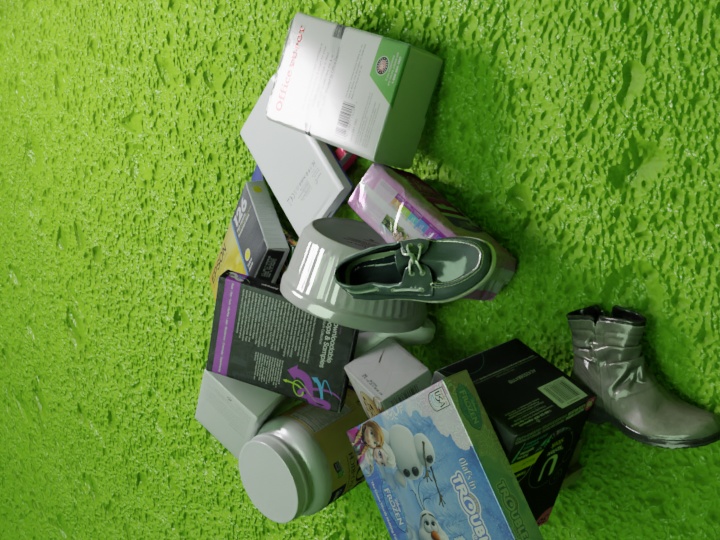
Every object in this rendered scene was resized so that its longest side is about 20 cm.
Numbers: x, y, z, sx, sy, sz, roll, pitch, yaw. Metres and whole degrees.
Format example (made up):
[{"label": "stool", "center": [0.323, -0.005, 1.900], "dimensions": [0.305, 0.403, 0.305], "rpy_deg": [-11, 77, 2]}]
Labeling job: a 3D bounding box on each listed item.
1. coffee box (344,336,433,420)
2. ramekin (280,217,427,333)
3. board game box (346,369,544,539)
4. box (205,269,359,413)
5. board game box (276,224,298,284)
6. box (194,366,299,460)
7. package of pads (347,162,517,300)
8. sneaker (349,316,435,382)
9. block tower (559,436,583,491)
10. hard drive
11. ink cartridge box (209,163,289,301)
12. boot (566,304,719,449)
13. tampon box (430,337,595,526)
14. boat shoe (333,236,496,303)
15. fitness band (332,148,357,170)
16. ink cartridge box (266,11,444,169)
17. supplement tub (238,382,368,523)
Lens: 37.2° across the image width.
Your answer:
[{"label": "coffee box", "center": [0.067, 0.203, 1.399], "dimensions": [0.113, 0.079, 0.202], "rpy_deg": [37, 155, 58]}, {"label": "ramekin", "center": [0.000, 0.000, 1.395], "dimensions": [0.201, 0.201, 0.096], "rpy_deg": [27, 110, 39]}, {"label": "board game box", "center": [0.087, 0.237, 1.177], "dimensions": [0.199, 0.043, 0.202], "rpy_deg": [-36, 74, 48]}, {"label": "box", "center": [-0.103, 0.094, 1.428], "dimensions": [0.197, 0.036, 0.145], "rpy_deg": [17, 113, 12]}, {"label": "board game box", "center": [-0.129, -0.021, 1.606], "dimensions": [0.200, 0.023, 0.106], "rpy_deg": [-139, 50, -58]}, {"label": "box", "center": [-0.153, 0.170, 1.589], "dimensions": [0.106, 0.152, 0.201], "rpy_deg": [40, 150, 9]}, {"label": "package of pads", "center": [0.089, -0.046, 1.322], "dimensions": [0.200, 0.120, 0.076], "rpy_deg": [44, 108, 30]}, {"label": "sneaker", "center": [0.008, 0.103, 1.459], "dimensions": [0.197, 0.078, 0.101], "rpy_deg": [-3, 103, 15]}, {"label": "block tower", "center": [0.191, 0.197, 1.351], "dimensions": [0.199, 0.054, 0.059], "rpy_deg": [33, 127, 36]}, {"label": "hard drive", "center": [-0.093, -0.157, 1.510], "dimensions": [0.202, 0.025, 0.132], "rpy_deg": [59, 138, 18]}, {"label": "ink cartridge box", "center": [-0.178, -0.027, 1.615], "dimensions": [0.199, 0.046, 0.201], "rpy_deg": [-64, 36, 36]}, {"label": "boot", "center": [0.306, 0.113, 1.182], "dimensions": [0.198, 0.067, 0.133], "rpy_deg": [13, 112, 46]}, {"label": "tampon box", "center": [0.156, 0.210, 1.239], "dimensions": [0.126, 0.149, 0.202], "rpy_deg": [37, 129, 35]}, {"label": "boat shoe", "center": [0.058, -0.001, 1.228], "dimensions": [0.197, 0.061, 0.074], "rpy_deg": [-8, 77, 31]}, {"label": "fitness band", "center": [-0.062, -0.200, 1.509], "dimensions": [0.200, 0.037, 0.145], "rpy_deg": [-39, 72, 47]}, {"label": "ink cartridge box", "center": [-0.011, -0.231, 1.362], "dimensions": [0.199, 0.084, 0.148], "rpy_deg": [26, 102, 37]}, {"label": "supplement tub", "center": [-0.062, 0.260, 1.539], "dimensions": [0.144, 0.199, 0.148], "rpy_deg": [21, 122, 37]}]
